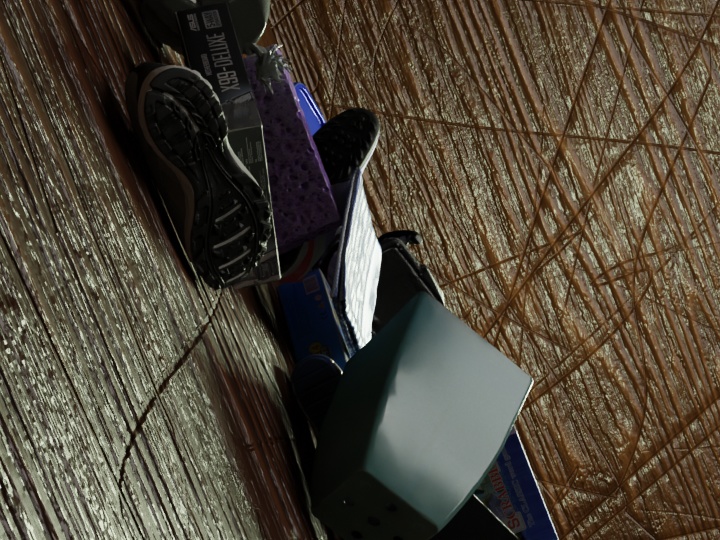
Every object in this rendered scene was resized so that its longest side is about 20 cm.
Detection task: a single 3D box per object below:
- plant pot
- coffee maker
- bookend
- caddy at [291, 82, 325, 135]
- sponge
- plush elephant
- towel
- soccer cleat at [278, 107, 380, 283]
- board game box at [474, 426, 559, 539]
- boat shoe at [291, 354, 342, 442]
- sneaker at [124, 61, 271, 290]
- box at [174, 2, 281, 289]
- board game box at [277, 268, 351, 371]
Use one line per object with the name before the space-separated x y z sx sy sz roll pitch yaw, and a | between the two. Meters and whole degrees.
plant pot | 0.043 0.158 1.188 0.141 0.141 0.201 37 42 -8
coffee maker | 0.012 0.039 1.643 0.200 0.133 0.195 -152 -136 -66
bookend | 0.081 0.276 1.412 0.198 0.092 0.200 43 -9 17
caddy | -0.103 -0.127 1.457 0.200 0.103 0.143 55 36 -65
sponge | -0.101 -0.117 1.334 0.030 0.110 0.202 43 26 -76
plush elephant | -0.147 -0.285 1.299 0.201 0.164 0.155 58 -5 -38
towel | 0.000 0.000 1.375 0.200 0.023 0.147 75 22 -67
soccer cleat | -0.039 -0.078 1.372 0.068 0.202 0.073 30 -2 24
board game box | 0.127 0.313 1.534 0.041 0.197 0.202 -78 145 -83
boat shoe | -0.006 0.181 1.304 0.072 0.071 0.202 57 12 -72
sneaker | -0.128 -0.076 1.020 0.079 0.073 0.202 34 -32 51
box | -0.116 -0.107 1.158 0.201 0.049 0.159 88 -12 -52
board game box | -0.020 0.137 1.489 0.197 0.055 0.201 65 5 -45
